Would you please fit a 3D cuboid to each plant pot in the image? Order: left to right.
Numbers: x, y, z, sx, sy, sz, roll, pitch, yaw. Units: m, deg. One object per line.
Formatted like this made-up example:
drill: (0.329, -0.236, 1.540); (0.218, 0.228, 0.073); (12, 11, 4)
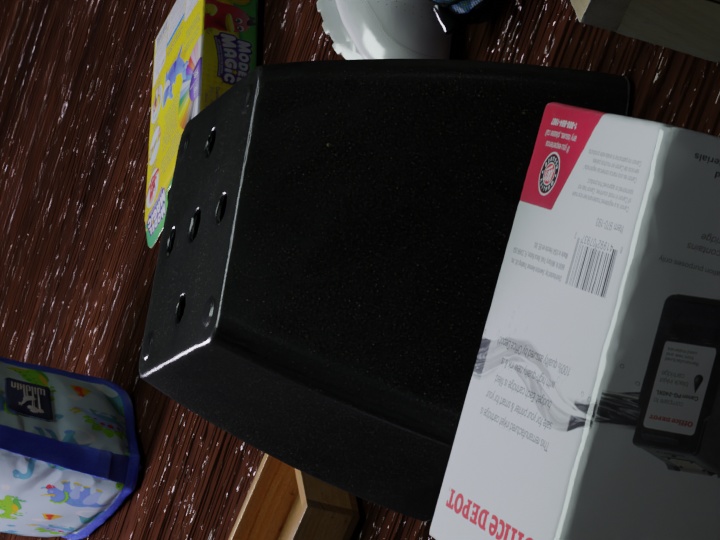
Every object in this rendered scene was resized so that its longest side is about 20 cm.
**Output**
plant pot: (0.000, 0.000, 1.444); (0.199, 0.177, 0.201); (152, 129, -68)

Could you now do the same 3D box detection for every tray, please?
tray: (-0.055, 0.187, 1.705); (0.099, 0.037, 0.201); (-104, 32, -56)

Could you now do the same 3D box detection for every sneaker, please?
sneaker: (0.025, -0.183, 1.691); (0.081, 0.076, 0.201); (-50, 31, 36)

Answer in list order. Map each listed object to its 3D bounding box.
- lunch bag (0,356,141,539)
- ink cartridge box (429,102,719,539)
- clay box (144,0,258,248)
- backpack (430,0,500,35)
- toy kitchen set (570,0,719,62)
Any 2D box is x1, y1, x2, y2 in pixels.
lunch bag: (-0.263, 0.129, 2.177); (0.200, 0.169, 0.128); (175, 108, -73)
ink cartridge box: (0.109, 0.040, 1.224); (0.145, 0.083, 0.201); (-156, 80, -72)
clay box: (-0.112, -0.118, 2.101); (0.115, 0.047, 0.201); (125, 152, -48)
backpack: (0.049, -0.240, 1.529); (0.200, 0.146, 0.184); (159, 121, -66)
toy kitchen set: (0.107, -0.226, 1.307); (0.200, 0.162, 0.181); (-105, 34, -57)
